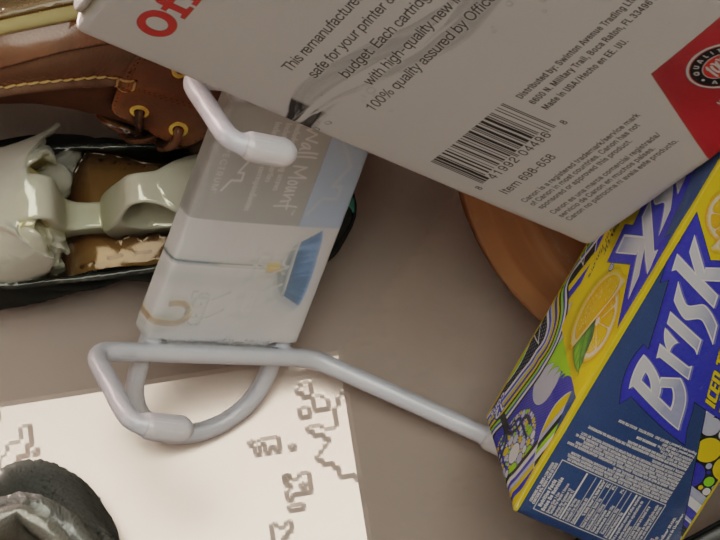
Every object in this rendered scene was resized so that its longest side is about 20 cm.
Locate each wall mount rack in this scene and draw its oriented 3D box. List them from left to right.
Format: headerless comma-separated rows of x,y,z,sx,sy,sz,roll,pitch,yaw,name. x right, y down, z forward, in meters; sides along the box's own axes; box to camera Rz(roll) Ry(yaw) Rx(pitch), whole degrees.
0.000,0.000,0.731,0.173,0.201,0.075,4,31,-33,wall mount rack

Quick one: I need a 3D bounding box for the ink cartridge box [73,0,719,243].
0.032,-0.103,0.622,0.199,0.144,0.084,21,56,-24,ink cartridge box

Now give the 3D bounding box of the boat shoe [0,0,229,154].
-0.068,-0.074,0.727,0.199,0.072,0.068,-10,100,-17,boat shoe

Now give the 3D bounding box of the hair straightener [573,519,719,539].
0.105,0.126,0.751,0.199,0.041,0.077,-35,78,-10,hair straightener

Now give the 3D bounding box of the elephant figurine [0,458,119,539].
-0.129,0.127,0.716,0.198,0.156,0.142,2,40,-11,elephant figurine

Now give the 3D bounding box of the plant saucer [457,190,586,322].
0.134,-0.055,0.758,0.199,0.032,0.202,-1,104,-5,plant saucer

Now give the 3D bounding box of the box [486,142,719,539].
0.120,-0.002,0.694,0.064,0.070,0.201,23,111,-15,box

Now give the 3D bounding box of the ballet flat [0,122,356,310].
-0.101,-0.027,0.775,0.198,0.068,0.069,-7,76,-3,ballet flat
